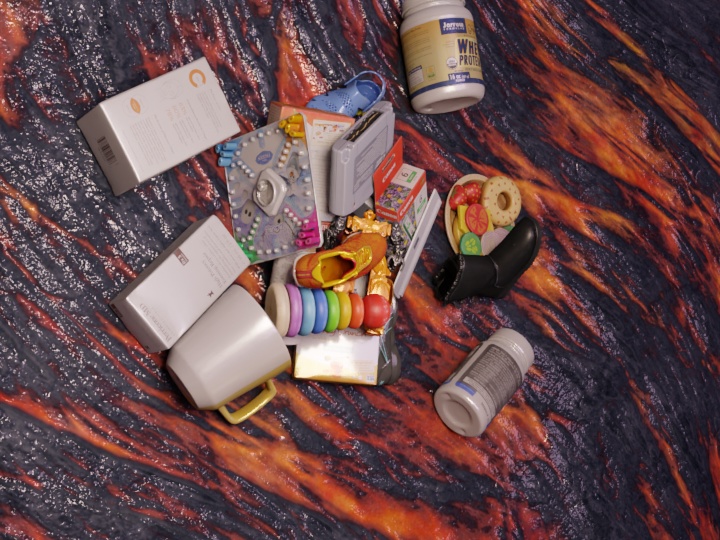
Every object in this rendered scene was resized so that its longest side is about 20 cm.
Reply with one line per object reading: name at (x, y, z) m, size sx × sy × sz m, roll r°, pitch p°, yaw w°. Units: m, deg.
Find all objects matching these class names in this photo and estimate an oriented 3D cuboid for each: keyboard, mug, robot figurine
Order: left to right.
mug at (-0.195, 0.142, 1.418) m, size 0.152 × 0.149 × 0.188 m, roll -36°, pitch 100°, yaw -20°
robot figurine at (0.000, 0.000, 1.563) m, size 0.142 × 0.058 × 0.205 m, roll 11°, pitch 76°, yaw -11°
keyboard at (0.101, -0.048, 1.721) m, size 0.203 × 0.010 × 0.056 m, roll -67°, pitch 155°, yaw -9°

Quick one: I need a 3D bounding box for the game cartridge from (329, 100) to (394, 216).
game cartridge at (0.002, -0.179, 1.560) m, size 0.200 × 0.040 × 0.136 m, roll -50°, pitch 147°, yaw -50°

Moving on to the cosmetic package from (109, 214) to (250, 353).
cosmetic package at (-0.268, 0.019, 1.429) m, size 0.102 × 0.073 × 0.201 m, roll 52°, pitch 54°, yaw -18°

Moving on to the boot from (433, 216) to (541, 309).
boot at (0.231, -0.015, 1.761) m, size 0.160 × 0.200 × 0.074 m, roll 0°, pitch 43°, yaw -35°

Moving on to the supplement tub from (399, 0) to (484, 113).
supplement tub at (0.150, -0.410, 1.789) m, size 0.142 × 0.143 × 0.205 m, roll -7°, pitch 87°, yaw -38°

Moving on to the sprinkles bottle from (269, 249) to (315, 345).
sprinkles bottle at (-0.111, 0.013, 1.514) m, size 0.067 × 0.068 × 0.205 m, roll 4°, pitch 100°, yaw -37°

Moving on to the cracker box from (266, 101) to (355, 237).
cracker box at (-0.096, -0.161, 1.545) m, size 0.131 × 0.058 × 0.204 m, roll 5°, pitch 105°, yaw -29°

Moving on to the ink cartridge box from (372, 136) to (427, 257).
ink cartridge box at (0.072, -0.122, 1.665) m, size 0.110 × 0.050 × 0.202 m, roll -55°, pitch 154°, yaw -31°

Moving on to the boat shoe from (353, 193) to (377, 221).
boat shoe at (-0.017, -0.179, 1.660) m, size 0.202 × 0.074 × 0.087 m, roll 44°, pitch 59°, yaw -25°

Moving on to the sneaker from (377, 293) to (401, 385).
sneaker at (0.021, 0.100, 1.641) m, size 0.078 × 0.075 × 0.205 m, roll -5°, pitch 84°, yaw -36°

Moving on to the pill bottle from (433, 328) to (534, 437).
pill bottle at (0.233, 0.203, 1.764) m, size 0.200 × 0.113 × 0.115 m, roll -41°, pitch 107°, yaw -35°

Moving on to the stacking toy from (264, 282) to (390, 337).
stacking toy at (-0.045, 0.060, 1.470) m, size 0.196 × 0.085 × 0.087 m, roll -1°, pitch 82°, yaw -22°

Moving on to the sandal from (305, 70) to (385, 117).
sandal at (-0.026, -0.296, 1.661) m, size 0.080 × 0.087 × 0.199 m, roll 51°, pitch 53°, yaw -2°

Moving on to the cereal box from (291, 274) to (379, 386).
cereal box at (-0.037, 0.085, 1.587) m, size 0.141 × 0.040 × 0.205 m, roll 5°, pitch 78°, yaw -11°

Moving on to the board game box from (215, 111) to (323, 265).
board game box at (-0.146, -0.120, 1.466) m, size 0.026 × 0.198 × 0.205 m, roll -4°, pitch 84°, yaw -47°

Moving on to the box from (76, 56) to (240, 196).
box at (-0.301, -0.217, 1.429) m, size 0.199 × 0.097 × 0.126 m, roll -34°, pitch 102°, yaw -36°

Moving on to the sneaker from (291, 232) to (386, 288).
sneaker at (-0.017, -0.010, 1.461) m, size 0.198 × 0.076 × 0.075 m, roll -25°, pitch 112°, yaw -46°

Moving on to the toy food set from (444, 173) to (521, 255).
toy food set at (0.243, -0.091, 1.866) m, size 0.197 × 0.048 × 0.203 m, roll 4°, pitch 80°, yaw -38°
